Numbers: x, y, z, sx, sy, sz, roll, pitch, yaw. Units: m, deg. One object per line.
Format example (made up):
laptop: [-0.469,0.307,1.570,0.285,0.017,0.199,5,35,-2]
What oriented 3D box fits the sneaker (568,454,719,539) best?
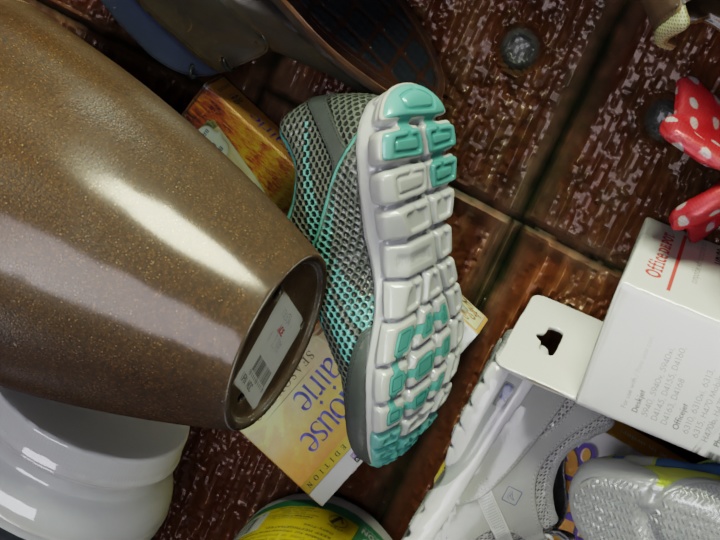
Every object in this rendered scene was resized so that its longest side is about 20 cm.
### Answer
sneaker: [0.206,0.127,0.789,0.198,0.105,0.076,22,123,11]

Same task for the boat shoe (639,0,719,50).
boat shoe: [0.152,-0.140,0.722,0.201,0.075,0.075,28,85,14]

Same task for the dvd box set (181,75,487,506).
dvd box set: [-0.049,0.014,0.870,0.200,0.029,0.147,43,113,2]

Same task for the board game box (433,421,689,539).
board game box: [0.140,0.137,0.853,0.199,0.030,0.096,31,113,9]

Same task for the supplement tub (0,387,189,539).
supplement tub: [-0.191,0.145,0.894,0.139,0.140,0.201,31,113,6]

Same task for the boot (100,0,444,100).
boot: [-0.052,-0.134,0.820,0.199,0.075,0.097,39,138,-7]

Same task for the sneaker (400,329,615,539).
sneaker: [0.069,0.135,0.819,0.081,0.075,0.202,26,114,8]

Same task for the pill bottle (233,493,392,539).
pill bottle: [-0.048,0.209,0.837,0.111,0.200,0.114,5,108,15]

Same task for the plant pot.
plant pot: [-0.123,-0.007,0.771,0.198,0.187,0.189,27,113,16]

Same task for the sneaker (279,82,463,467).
sneaker: [0.000,0.000,0.806,0.090,0.077,0.203,13,111,35]

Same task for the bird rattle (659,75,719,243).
bird rattle: [0.234,-0.040,0.705,0.198,0.163,0.114,21,93,0]

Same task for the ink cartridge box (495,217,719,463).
ink cartridge box: [0.176,0.039,0.761,0.198,0.116,0.067,22,112,9]
